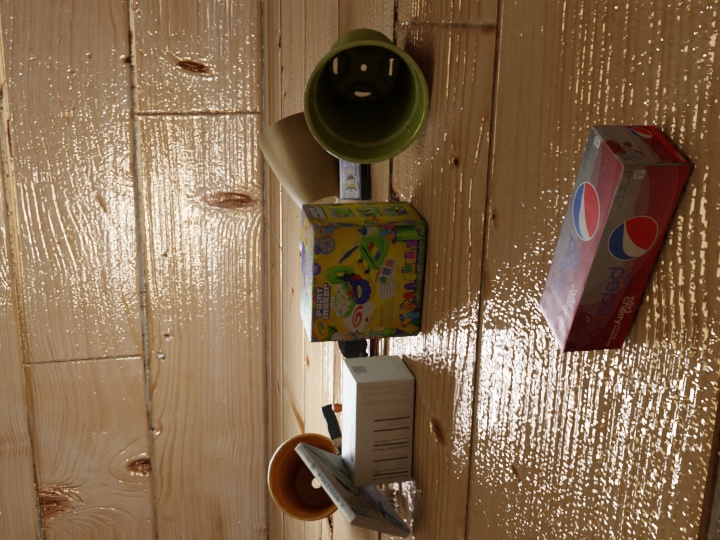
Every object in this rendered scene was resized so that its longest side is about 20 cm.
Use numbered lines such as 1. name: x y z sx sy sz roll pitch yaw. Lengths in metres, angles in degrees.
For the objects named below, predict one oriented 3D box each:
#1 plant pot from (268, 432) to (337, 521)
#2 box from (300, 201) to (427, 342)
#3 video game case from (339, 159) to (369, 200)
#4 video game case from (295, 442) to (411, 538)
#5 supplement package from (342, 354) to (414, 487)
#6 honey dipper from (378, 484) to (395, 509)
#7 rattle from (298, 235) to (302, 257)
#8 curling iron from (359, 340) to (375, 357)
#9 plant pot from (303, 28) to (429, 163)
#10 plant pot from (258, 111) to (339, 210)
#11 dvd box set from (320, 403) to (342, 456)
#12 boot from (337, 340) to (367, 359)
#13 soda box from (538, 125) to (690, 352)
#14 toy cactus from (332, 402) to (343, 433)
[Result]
1. plant pot: -0.115 0.516 2.099 0.184 0.196 0.204 76 -174 -71
2. box: 0.000 0.000 1.434 0.122 0.189 0.203 -120 31 -63
3. video game case: -0.015 -0.243 1.820 0.200 0.025 0.184 -159 67 -76
4. video game case: -0.011 0.395 1.526 0.022 0.199 0.182 -49 51 5
5. supplement package: 0.030 0.270 1.538 0.114 0.107 0.204 -131 40 -69
6. honey dipper: 0.049 0.369 1.652 0.038 0.037 0.204 147 124 -75
7. rattle: -0.077 -0.021 1.938 0.144 0.129 0.200 57 145 9
8. curling iron: 0.022 0.121 1.716 0.050 0.025 0.203 -44 -33 -56
9. plant pot: 0.007 -0.308 1.404 0.185 0.196 0.203 -92 7 -57
10. plant pot: -0.126 -0.243 2.026 0.187 0.183 0.203 121 131 -67
11. dvd box set: -0.037 0.418 1.901 0.147 0.029 0.203 -121 13 -66
12. boot: -0.039 0.090 1.892 0.200 0.065 0.167 -115 9 -71
13. soda box: 0.218 -0.024 0.754 0.071 0.062 0.202 -107 19 -50
14. toy cactus: -0.007 0.277 1.775 0.166 0.100 0.203 -97 3 -56
